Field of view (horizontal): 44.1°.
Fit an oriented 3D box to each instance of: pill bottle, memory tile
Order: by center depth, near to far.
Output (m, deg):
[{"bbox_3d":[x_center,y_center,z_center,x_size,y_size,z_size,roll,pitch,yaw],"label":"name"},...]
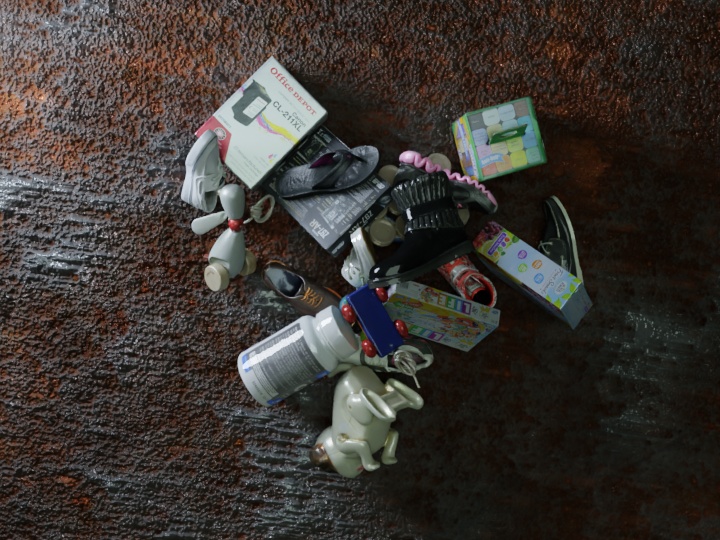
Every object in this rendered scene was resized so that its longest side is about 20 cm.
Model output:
[{"bbox_3d":[-0.111,0.152,1.605,0.200,0.114,0.114,-30,94,10],"label":"pill bottle"},{"bbox_3d":[0.093,-0.130,1.631,0.199,0.017,0.154,-15,72,-17],"label":"memory tile"}]

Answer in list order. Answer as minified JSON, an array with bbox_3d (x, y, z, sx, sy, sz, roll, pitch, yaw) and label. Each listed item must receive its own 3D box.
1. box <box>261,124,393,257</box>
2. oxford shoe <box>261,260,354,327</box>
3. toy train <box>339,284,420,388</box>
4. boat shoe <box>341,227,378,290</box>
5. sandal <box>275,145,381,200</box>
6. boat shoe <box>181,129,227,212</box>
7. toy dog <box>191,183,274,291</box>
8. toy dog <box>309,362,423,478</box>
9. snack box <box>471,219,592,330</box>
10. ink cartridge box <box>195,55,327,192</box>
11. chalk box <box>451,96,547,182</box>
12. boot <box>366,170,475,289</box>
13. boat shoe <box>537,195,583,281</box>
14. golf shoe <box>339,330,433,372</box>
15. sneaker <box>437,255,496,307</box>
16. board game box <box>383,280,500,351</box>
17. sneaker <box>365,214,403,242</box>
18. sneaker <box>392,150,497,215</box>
[{"bbox_3d":[-0.058,-0.145,1.598,0.160,0.044,0.200,-46,62,-1],"label":"box"},{"bbox_3d":[-0.097,0.052,1.639,0.200,0.073,0.071,30,90,-5],"label":"oxford shoe"},{"bbox_3d":[0.033,0.123,1.579,0.085,0.116,0.200,-31,95,-16],"label":"toy train"},{"bbox_3d":[0.000,0.000,1.596,0.069,0.200,0.071,-12,53,4],"label":"boat shoe"},{"bbox_3d":[-0.061,-0.171,1.556,0.200,0.048,0.076,-16,64,15],"label":"sandal"},{"bbox_3d":[-0.266,-0.172,1.565,0.065,0.200,0.074,34,62,3],"label":"boat shoe"},{"bbox_3d":[-0.246,-0.066,1.602,0.096,0.132,0.201,25,104,31],"label":"toy dog"},{"bbox_3d":[-0.015,0.285,1.607,0.194,0.139,0.200,33,112,16],"label":"toy dog"},{"bbox_3d":[0.306,0.010,1.582,0.200,0.169,0.068,39,90,25],"label":"snack box"},{"bbox_3d":[-0.177,-0.265,1.615,0.146,0.083,0.200,45,90,-4],"label":"ink cartridge box"},{"bbox_3d":[0.249,-0.230,1.587,0.124,0.200,0.124,-15,95,-2],"label":"chalk box"},{"bbox_3d":[0.081,-0.068,1.520,0.211,0.079,0.158,-24,90,-19],"label":"boot"},{"bbox_3d":[0.367,-0.039,1.668,0.067,0.072,0.201,-12,96,-6],"label":"boat shoe"},{"bbox_3d":[0.037,0.154,1.648,0.199,0.088,0.078,-1,95,-2],"label":"golf shoe"},{"bbox_3d":[0.179,-0.009,1.638,0.067,0.108,0.202,-37,94,-2],"label":"sneaker"},{"bbox_3d":[0.134,0.082,1.618,0.199,0.135,0.034,18,61,-11],"label":"board game box"},{"bbox_3d":[0.012,-0.105,1.640,0.199,0.075,0.088,13,87,-7],"label":"sneaker"},{"bbox_3d":[0.146,-0.134,1.596,0.199,0.079,0.096,26,79,11],"label":"sneaker"}]
